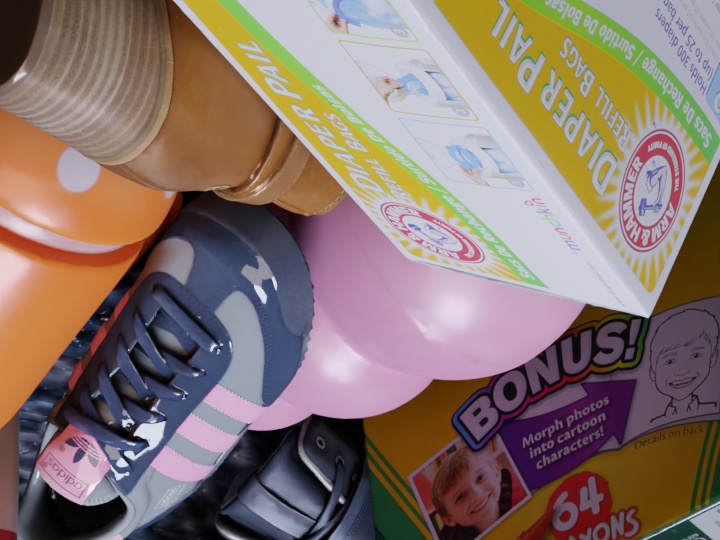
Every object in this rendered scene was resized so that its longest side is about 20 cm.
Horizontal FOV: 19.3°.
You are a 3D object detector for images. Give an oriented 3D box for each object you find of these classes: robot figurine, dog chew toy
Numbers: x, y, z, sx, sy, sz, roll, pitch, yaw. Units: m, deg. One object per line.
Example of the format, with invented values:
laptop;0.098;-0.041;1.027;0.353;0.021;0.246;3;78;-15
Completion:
robot figurine;-0.139;-0.019;0.736;0.143;0.117;0.200;33;115;-17
dog chew toy;0.000;0.000;0.832;0.124;0.125;0.199;31;135;-32

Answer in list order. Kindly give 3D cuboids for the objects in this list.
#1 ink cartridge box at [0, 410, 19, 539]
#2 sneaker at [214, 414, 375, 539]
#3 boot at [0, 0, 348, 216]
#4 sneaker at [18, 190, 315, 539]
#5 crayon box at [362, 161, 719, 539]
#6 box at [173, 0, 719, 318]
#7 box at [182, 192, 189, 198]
ink cartridge box;-0.187;0.099;0.856;0.082;0.201;0.146;7;136;-15
sneaker;0.008;0.147;0.925;0.146;0.203;0.077;35;110;-30
boot;-0.048;-0.122;0.680;0.076;0.202;0.155;-11;160;38
sneaker;-0.078;0.049;0.790;0.070;0.082;0.201;42;142;12
crayon box;0.095;0.054;0.850;0.199;0.174;0.058;-30;134;24
box;0.033;-0.086;0.646;0.101;0.113;0.200;14;159;37
box;-0.103;-0.086;0.789;0.142;0.036;0.200;30;125;-30
